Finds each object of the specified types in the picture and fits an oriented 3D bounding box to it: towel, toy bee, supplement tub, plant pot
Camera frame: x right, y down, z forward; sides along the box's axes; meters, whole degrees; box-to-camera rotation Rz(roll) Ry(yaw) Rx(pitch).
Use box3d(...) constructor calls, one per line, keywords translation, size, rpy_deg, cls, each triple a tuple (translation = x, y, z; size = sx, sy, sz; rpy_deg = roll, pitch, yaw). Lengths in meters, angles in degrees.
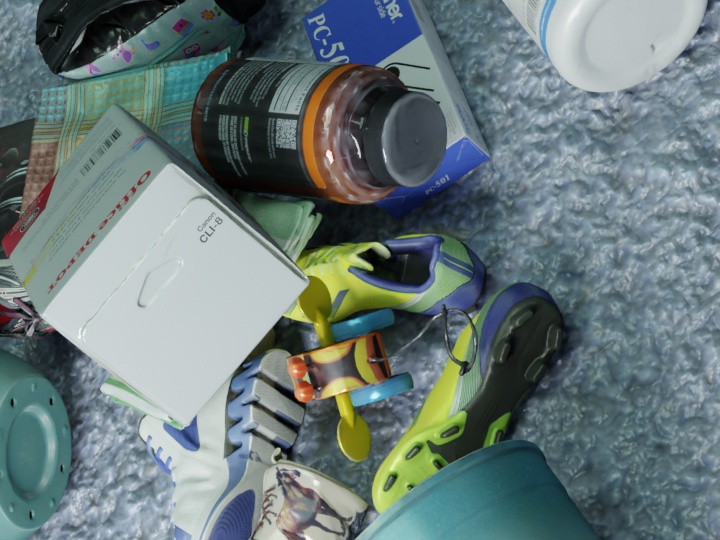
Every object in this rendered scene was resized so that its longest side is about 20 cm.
box3d(translation=(-0.118, 0.026, 1.726), size=(0.200, 0.023, 0.152), rpy_deg=(-57, 26, -11), cls="towel")
box3d(translation=(-0.015, 0.062, 1.600), size=(0.131, 0.108, 0.200), rpy_deg=(64, 150, 20), cls="toy bee")
box3d(translation=(-0.029, -0.106, 1.688), size=(0.199, 0.107, 0.107), rpy_deg=(10, 73, 43), cls="supplement tub")
box3d(translation=(-0.191, -0.103, 1.820), size=(0.199, 0.022, 0.147), rpy_deg=(-8, 61, 26), cls="towel")
box3d(translation=(0.159, -0.241, 1.663), size=(0.132, 0.132, 0.200), rpy_deg=(-41, 50, 12), cls="supplement tub")
box3d(translation=(0.098, 0.246, 1.435), size=(0.200, 0.200, 0.188), rpy_deg=(-45, 65, 8), cls="plant pot")
box3d(translation=(-0.331, 0.144, 1.789), size=(0.160, 0.201, 0.202), rpy_deg=(-1, 67, 23), cls="plant pot")

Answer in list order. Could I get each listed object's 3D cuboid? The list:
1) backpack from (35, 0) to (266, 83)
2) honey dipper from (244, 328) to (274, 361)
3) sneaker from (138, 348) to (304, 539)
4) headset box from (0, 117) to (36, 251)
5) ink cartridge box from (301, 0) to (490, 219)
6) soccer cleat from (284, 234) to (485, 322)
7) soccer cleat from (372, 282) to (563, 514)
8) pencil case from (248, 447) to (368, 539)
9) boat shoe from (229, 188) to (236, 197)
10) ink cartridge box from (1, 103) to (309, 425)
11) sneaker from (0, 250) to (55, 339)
box3d(translation=(-0.180, -0.222, 1.903), size=(0.200, 0.127, 0.167), rpy_deg=(-36, 39, 18), cls="backpack")
box3d(translation=(-0.154, 0.044, 1.809), size=(0.199, 0.038, 0.038), rpy_deg=(9, 73, 40), cls="honey dipper")
box3d(translation=(-0.118, 0.158, 1.705), size=(0.115, 0.081, 0.200), rpy_deg=(-6, 58, 38), cls="sneaker")
box3d(translation=(-0.245, -0.059, 1.899), size=(0.199, 0.075, 0.149), rpy_deg=(-12, 61, 31), cls="headset box")
box3d(translation=(0.026, -0.147, 1.768), size=(0.094, 0.044, 0.201), rpy_deg=(-33, 52, 17), cls="ink cartridge box")
box3d(translation=(0.000, -0.001, 1.678), size=(0.199, 0.084, 0.065), rpy_deg=(-2, 67, 35), cls="soccer cleat")
box3d(translation=(0.077, 0.096, 1.612), size=(0.201, 0.065, 0.084), rpy_deg=(-54, 19, 6), cls="soccer cleat")
box3d(translation=(-0.064, 0.236, 1.614), size=(0.089, 0.078, 0.201), rpy_deg=(22, 80, -1), cls="pencil case")
box3d(translation=(-0.126, -0.078, 1.828), size=(0.063, 0.073, 0.201), rpy_deg=(7, 64, 42), cls="boat shoe")
box3d(translation=(-0.155, -0.007, 1.637), size=(0.145, 0.145, 0.200), rpy_deg=(-49, 23, 2), cls="ink cartridge box")
box3d(translation=(-0.247, 0.023, 1.802), size=(0.199, 0.081, 0.075), rpy_deg=(-11, 20, 30), cls="sneaker")
